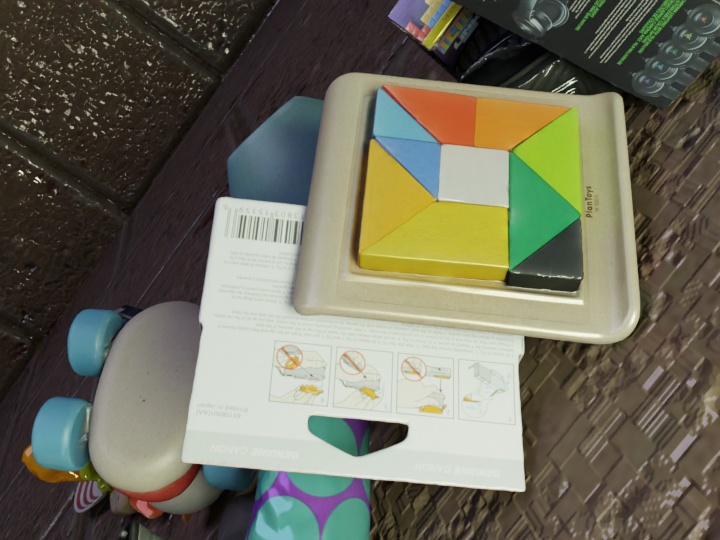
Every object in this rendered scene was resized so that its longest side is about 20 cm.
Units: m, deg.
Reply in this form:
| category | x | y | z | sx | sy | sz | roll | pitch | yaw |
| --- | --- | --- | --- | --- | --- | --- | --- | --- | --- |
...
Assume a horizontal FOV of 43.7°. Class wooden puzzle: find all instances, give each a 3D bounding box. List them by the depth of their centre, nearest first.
| category | x | y | z | sx | sy | sz | roll | pitch | yaw |
| --- | --- | --- | --- | --- | --- | --- | --- | --- | --- |
| wooden puzzle | 0.065 | -0.049 | 0.550 | 0.037 | 0.198 | 0.186 | 86 | -171 | -58 |

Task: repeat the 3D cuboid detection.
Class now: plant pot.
| category | x | y | z | sx | sy | sz | roll | pitch | yaw |
| --- | --- | --- | --- | --- | --- | --- | --- | --- | --- |
| plant pot | -0.052 | -0.087 | 0.874 | 0.200 | 0.135 | 0.200 | -42 | 7 | 7 |

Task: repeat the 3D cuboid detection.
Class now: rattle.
| category | x | y | z | sx | sy | sz | roll | pitch | yaw |
| --- | --- | --- | --- | --- | --- | --- | --- | --- | --- |
| rattle | -0.307 | 0.228 | 1.033 | 0.131 | 0.142 | 0.200 | -65 | 20 | 4 |

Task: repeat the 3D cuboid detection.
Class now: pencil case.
| category | x | y | z | sx | sy | sz | roll | pitch | yaw |
| --- | --- | --- | --- | --- | --- | --- | --- | --- | --- |
| pencil case | -0.038 | 0.116 | 0.594 | 0.085 | 0.092 | 0.202 | 123 | 148 | -65 |

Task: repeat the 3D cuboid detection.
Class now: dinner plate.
| category | x | y | z | sx | sy | sz | roll | pitch | yaw |
| --- | --- | --- | --- | --- | --- | --- | --- | --- | --- |
| dinner plate | -0.334 | 0.246 | 1.248 | 0.200 | 0.024 | 0.201 | -46 | 23 | 27 |

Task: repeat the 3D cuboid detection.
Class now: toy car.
| category | x | y | z | sx | sy | sz | roll | pitch | yaw |
| --- | --- | --- | --- | --- | --- | --- | --- | --- | --- |
| toy car | -0.166 | 0.148 | 0.831 | 0.201 | 0.182 | 0.178 | 82 | -166 | -54 |

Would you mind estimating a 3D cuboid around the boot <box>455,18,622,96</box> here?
| category | x | y | z | sx | sy | sz | roll | pitch | yaw |
| --- | --- | --- | --- | --- | --- | --- | --- | --- | --- |
| boot | 0.086 | -0.128 | 0.697 | 0.210 | 0.080 | 0.158 | -26 | 31 | 4 |

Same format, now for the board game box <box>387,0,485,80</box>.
| category | x | y | z | sx | sy | sz | roll | pitch | yaw |
| --- | --- | --- | --- | --- | --- | --- | --- | --- | --- |
| board game box | 0.131 | -0.261 | 0.780 | 0.200 | 0.057 | 0.165 | -52 | -24 | 11 |

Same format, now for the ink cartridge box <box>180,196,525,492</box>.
| category | x | y | z | sx | sy | sz | roll | pitch | yaw |
| --- | --- | --- | --- | --- | --- | --- | --- | --- | --- |
| ink cartridge box | 0.000 | 0.046 | 0.550 | 0.044 | 0.198 | 0.175 | 104 | 171 | -62 |

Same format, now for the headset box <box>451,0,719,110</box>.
| category | x | y | z | sx | sy | sz | roll | pitch | yaw |
| --- | --- | --- | --- | --- | --- | --- | --- | --- | --- |
| headset box | 0.166 | -0.228 | 0.597 | 0.093 | 0.199 | 0.175 | -54 | 12 | 57 |

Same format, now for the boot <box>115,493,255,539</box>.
| category | x | y | z | sx | sy | sz | roll | pitch | yaw |
| --- | --- | --- | --- | --- | --- | --- | --- | --- | --- |
| boot | -0.120 | 0.213 | 0.661 | 0.068 | 0.130 | 0.200 | -50 | 21 | 14 |

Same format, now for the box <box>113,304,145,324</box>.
| category | x | y | z | sx | sy | sz | roll | pitch | yaw |
| --- | --- | --- | --- | --- | --- | --- | --- | --- | --- |
| box | -0.241 | 0.124 | 1.035 | 0.051 | 0.159 | 0.200 | -29 | 12 | -20 |

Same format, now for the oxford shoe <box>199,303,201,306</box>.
| category | x | y | z | sx | sy | sz | roll | pitch | yaw |
| --- | --- | --- | --- | --- | --- | --- | --- | --- | --- |
| oxford shoe | -0.167 | 0.059 | 1.119 | 0.201 | 0.071 | 0.072 | -82 | 5 | -49 |
